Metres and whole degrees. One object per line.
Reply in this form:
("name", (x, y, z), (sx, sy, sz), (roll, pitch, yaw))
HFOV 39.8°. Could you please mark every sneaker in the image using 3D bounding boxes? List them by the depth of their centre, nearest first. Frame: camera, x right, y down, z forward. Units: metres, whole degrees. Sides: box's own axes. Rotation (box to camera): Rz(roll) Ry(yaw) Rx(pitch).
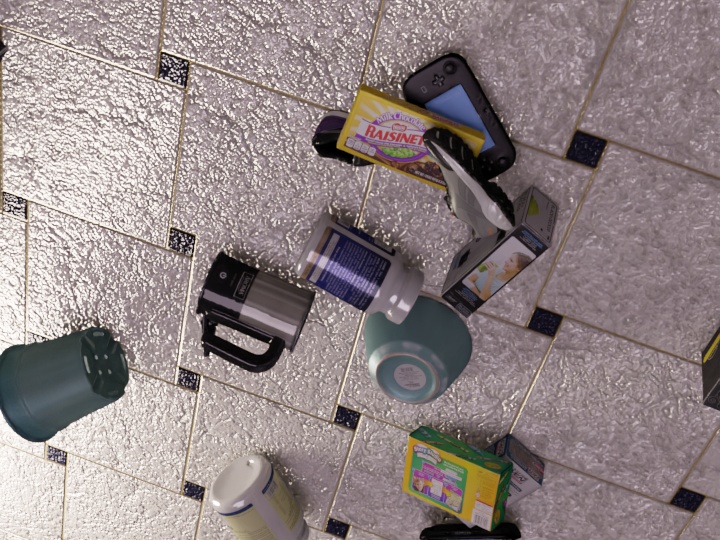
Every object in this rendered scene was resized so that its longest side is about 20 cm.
("sneaker", (0.146, -0.120, 1.436), (0.079, 0.075, 0.201), (-27, 120, 25))
("sneaker", (0.022, -0.182, 1.524), (0.196, 0.088, 0.077), (10, 128, 10))

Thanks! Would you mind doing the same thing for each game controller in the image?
("game controller", (0.147, -0.218, 1.469), (0.103, 0.042, 0.201), (-30, 113, 11))
("game controller", (0.218, 0.528, 1.986), (0.197, 0.104, 0.043), (-8, 81, 22))

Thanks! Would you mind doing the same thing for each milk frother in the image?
("milk frother", (-0.196, 0.090, 1.781), (0.186, 0.183, 0.200), (23, 172, 0))

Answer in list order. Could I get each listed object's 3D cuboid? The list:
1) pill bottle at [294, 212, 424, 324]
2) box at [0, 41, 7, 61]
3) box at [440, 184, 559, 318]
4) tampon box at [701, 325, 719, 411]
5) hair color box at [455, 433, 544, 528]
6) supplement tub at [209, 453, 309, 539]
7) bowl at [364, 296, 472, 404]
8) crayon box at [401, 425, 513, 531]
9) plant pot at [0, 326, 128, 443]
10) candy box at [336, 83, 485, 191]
("pill bottle", (0.000, 0.000, 1.646), (0.198, 0.116, 0.116), (29, 129, -4))
("box", (-0.701, -0.294, 1.600), (0.124, 0.198, 0.200), (39, 126, -13))
("box", (0.218, -0.029, 1.558), (0.060, 0.117, 0.200), (38, 129, -10))
("tampon box", (0.653, 0.154, 1.546), (0.197, 0.127, 0.151), (21, 128, 2))
("hair color box", (0.246, 0.403, 1.899), (0.100, 0.061, 0.200), (40, 127, -12))
("supplement tub", (-0.205, 0.497, 2.056), (0.143, 0.146, 0.202), (-17, 119, 27))
("bowl", (0.090, 0.155, 1.739), (0.197, 0.106, 0.203), (9, 127, 12))
("crayon box", (0.177, 0.383, 1.848), (0.198, 0.058, 0.121), (19, 113, 30))
("plant pot", (-0.572, 0.211, 1.943), (0.194, 0.201, 0.202), (-20, 118, 20))
("candy box", (0.073, -0.189, 1.454), (0.197, 0.027, 0.103), (20, 121, -8))
